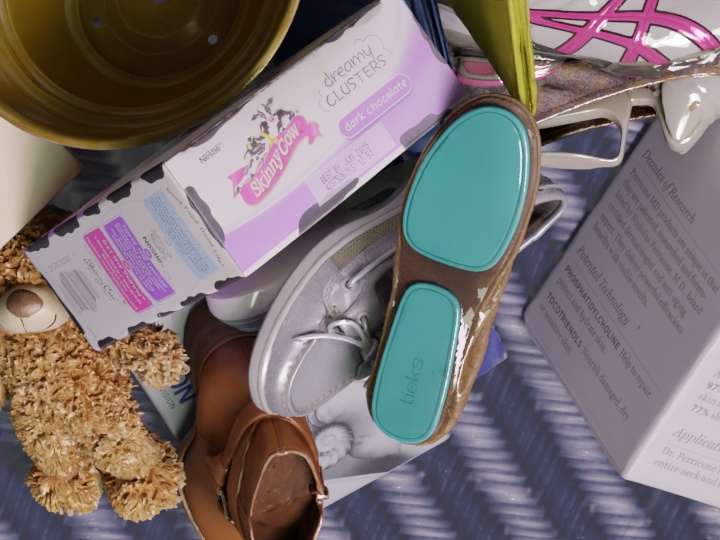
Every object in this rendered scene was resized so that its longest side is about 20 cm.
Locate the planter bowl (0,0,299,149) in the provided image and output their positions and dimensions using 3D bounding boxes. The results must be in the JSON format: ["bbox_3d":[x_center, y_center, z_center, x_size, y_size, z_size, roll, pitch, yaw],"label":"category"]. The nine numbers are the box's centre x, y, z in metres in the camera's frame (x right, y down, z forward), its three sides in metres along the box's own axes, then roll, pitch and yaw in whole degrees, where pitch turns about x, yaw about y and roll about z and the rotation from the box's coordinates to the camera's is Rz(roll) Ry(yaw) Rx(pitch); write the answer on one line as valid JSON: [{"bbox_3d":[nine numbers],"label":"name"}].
[{"bbox_3d":[-0.113,-0.151,1.534,0.200,0.201,0.083,-37,163,5],"label":"planter bowl"}]

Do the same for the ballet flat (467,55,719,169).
[{"bbox_3d":[0.154,-0.094,1.697,0.199,0.068,0.068,-13,161,4],"label":"ballet flat"}]

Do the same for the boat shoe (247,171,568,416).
[{"bbox_3d":[0.023,0.008,1.595,0.202,0.065,0.075,-40,142,-21],"label":"boat shoe"}]

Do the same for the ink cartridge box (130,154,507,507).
[{"bbox_3d":[-0.025,0.046,1.759,0.199,0.041,0.200,-31,128,0],"label":"ink cartridge box"}]

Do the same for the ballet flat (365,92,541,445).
[{"bbox_3d":[0.054,-0.005,1.539,0.068,0.072,0.201,19,113,16],"label":"ballet flat"}]

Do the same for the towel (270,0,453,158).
[{"bbox_3d":[-0.010,-0.155,1.596,0.049,0.111,0.201,-50,139,-36],"label":"towel"}]

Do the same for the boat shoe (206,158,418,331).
[{"bbox_3d":[0.000,0.000,1.665,0.200,0.070,0.072,-29,115,-38],"label":"boat shoe"}]

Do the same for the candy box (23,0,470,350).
[{"bbox_3d":[-0.061,-0.049,1.547,0.168,0.200,0.072,-39,96,-28],"label":"candy box"}]

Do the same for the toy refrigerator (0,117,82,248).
[{"bbox_3d":[-0.241,-0.101,1.556,0.076,0.070,0.200,-44,128,2],"label":"toy refrigerator"}]

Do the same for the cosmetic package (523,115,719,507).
[{"bbox_3d":[0.236,0.019,1.767,0.167,0.167,0.200,20,114,-32],"label":"cosmetic package"}]

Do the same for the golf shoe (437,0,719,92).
[{"bbox_3d":[0.134,-0.154,1.638,0.199,0.073,0.092,-6,126,7],"label":"golf shoe"}]

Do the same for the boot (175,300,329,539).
[{"bbox_3d":[-0.056,0.131,1.679,0.073,0.155,0.201,-17,126,-9],"label":"boot"}]

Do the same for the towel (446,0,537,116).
[{"bbox_3d":[0.054,-0.164,1.546,0.018,0.200,0.086,-17,127,-8],"label":"towel"}]

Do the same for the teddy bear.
[{"bbox_3d":[-0.165,0.061,1.672,0.067,0.144,0.201,-48,151,-46],"label":"teddy bear"}]
